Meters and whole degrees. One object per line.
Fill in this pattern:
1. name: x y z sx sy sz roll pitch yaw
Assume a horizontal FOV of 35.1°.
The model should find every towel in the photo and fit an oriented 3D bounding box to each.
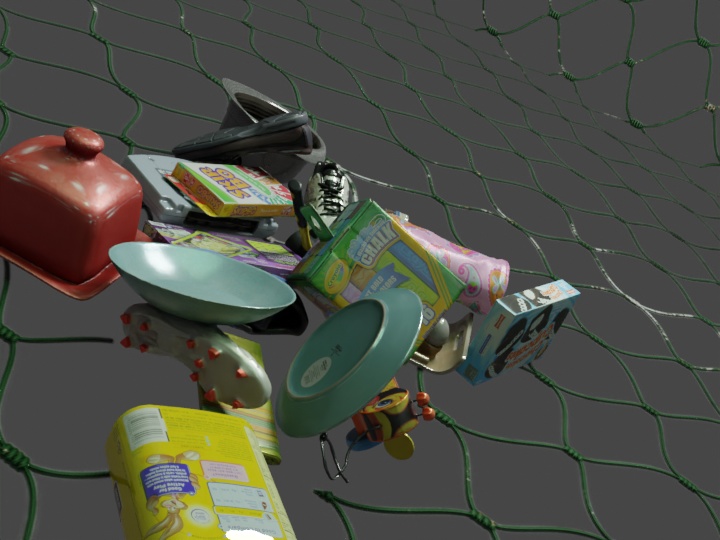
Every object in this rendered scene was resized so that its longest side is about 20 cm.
1. towel: -0.134 0.128 1.195 0.086 0.018 0.200 21 25 -23

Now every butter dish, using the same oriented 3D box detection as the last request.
1. butter dish: -0.325 -0.089 1.257 0.198 0.148 0.200 30 24 3

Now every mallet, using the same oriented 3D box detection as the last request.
1. mallet: -0.079 -0.062 1.443 0.041 0.201 0.066 -36 59 -14

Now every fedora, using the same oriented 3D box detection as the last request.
1. fedora: -0.148 -0.195 1.709 0.199 0.091 0.177 17 27 -48

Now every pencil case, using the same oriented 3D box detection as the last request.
1. pencil case: 0.101 -0.005 1.511 0.199 0.088 0.088 22 25 -19

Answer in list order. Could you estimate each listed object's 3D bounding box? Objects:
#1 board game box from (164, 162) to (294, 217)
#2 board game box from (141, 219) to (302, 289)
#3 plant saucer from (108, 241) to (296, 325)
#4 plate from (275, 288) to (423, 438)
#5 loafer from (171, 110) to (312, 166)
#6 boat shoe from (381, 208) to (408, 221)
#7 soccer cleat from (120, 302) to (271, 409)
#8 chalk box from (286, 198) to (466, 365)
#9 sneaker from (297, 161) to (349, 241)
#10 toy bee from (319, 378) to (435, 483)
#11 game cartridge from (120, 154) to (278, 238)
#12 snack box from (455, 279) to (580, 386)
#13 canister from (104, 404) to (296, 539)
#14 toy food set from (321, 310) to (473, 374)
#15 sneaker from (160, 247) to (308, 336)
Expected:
1. board game box: -0.165 -0.106 1.510 0.095 0.030 0.199 40 24 23
2. board game box: -0.158 -0.017 1.399 0.199 0.033 0.120 10 10 -32
3. plant saucer: -0.168 0.019 1.189 0.199 0.039 0.201 15 13 -4
4. plate: -0.020 0.087 1.180 0.026 0.200 0.201 47 17 -24
5. loafer: -0.163 -0.168 1.581 0.198 0.063 0.072 -14 17 9
6. boat shoe: 0.025 -0.043 1.631 0.072 0.073 0.200 19 14 -3
7. soccer cleat: -0.160 0.077 1.166 0.199 0.070 0.077 24 29 28
8. chalk box: 0.000 0.000 1.338 0.200 0.124 0.124 41 -9 -10
9. sneaker: -0.050 -0.094 1.595 0.075 0.088 0.200 4 23 -11
10. toy bee: 0.028 0.153 1.198 0.201 0.108 0.131 -93 163 -53
11. game cartridge: -0.215 -0.100 1.508 0.199 0.042 0.133 7 27 -48
12. snack box: 0.212 0.080 1.518 0.037 0.117 0.199 39 27 24
13. canister: -0.130 0.209 0.957 0.148 0.087 0.200 13 27 -30
14. toy food set: 0.050 0.047 1.482 0.199 0.061 0.144 27 25 -2
15. sneaker: -0.148 0.029 1.303 0.199 0.071 0.078 12 22 -33
